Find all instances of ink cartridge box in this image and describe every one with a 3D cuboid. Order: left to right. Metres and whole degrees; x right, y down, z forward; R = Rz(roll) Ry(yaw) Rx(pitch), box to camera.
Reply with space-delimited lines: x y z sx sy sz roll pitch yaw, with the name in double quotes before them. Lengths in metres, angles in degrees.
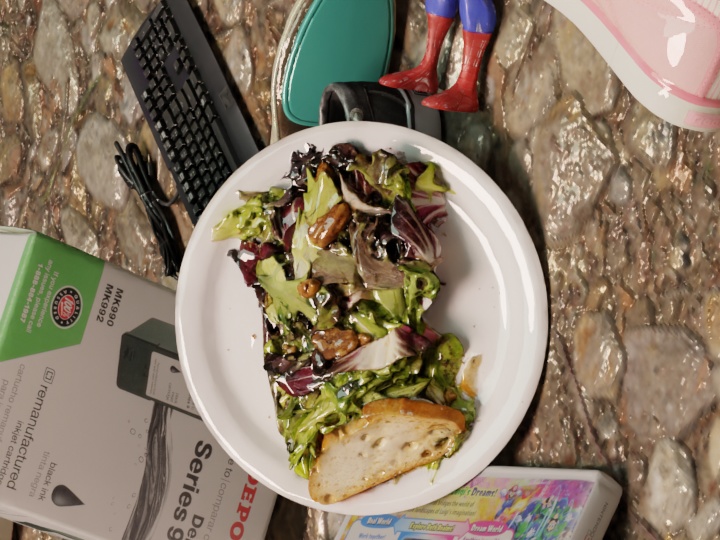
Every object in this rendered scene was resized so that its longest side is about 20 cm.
"ink cartridge box" -0.137 0.077 1.625 0.084 0.199 0.147 2 73 55

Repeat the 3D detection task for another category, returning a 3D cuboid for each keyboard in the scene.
"keyboard" -0.105 -0.061 1.768 0.127 0.021 0.200 -58 43 38

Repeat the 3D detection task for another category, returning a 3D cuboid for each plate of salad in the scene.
"plate of salad" -0.004 0.025 1.501 0.199 0.048 0.201 1 92 18

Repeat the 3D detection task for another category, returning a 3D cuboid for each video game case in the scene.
"video game case" 0.029 0.180 1.477 0.200 0.024 0.183 -4 54 57

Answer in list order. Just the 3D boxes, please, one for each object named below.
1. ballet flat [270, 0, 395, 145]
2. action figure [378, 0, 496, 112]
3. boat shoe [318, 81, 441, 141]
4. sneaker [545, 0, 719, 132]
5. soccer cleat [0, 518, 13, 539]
"ballet flat" -0.028 -0.080 1.613 0.062 0.067 0.201 -143 60 -62
"action figure" 0.052 -0.184 1.511 0.065 0.051 0.201 33 114 55
"boat shoe" 0.002 0.000 1.560 0.073 0.068 0.200 11 98 56
"sneaker" 0.125 -0.163 1.371 0.200 0.075 0.105 50 134 35
"soccer cleat" -0.258 0.231 1.963 0.086 0.070 0.201 41 126 30
